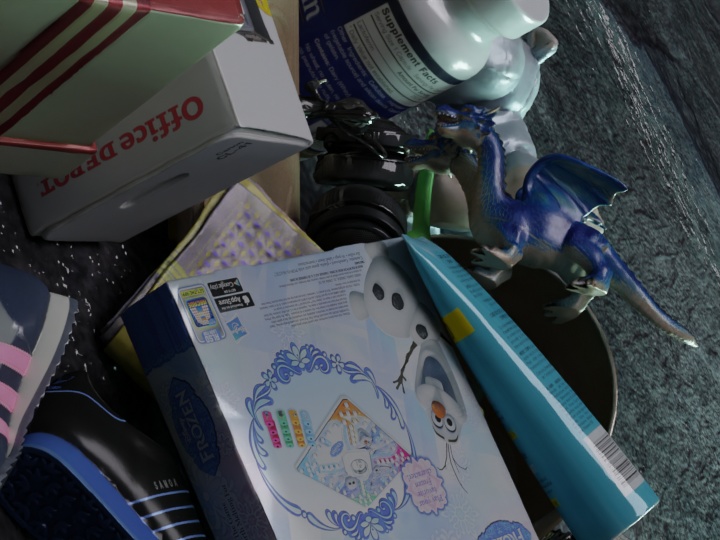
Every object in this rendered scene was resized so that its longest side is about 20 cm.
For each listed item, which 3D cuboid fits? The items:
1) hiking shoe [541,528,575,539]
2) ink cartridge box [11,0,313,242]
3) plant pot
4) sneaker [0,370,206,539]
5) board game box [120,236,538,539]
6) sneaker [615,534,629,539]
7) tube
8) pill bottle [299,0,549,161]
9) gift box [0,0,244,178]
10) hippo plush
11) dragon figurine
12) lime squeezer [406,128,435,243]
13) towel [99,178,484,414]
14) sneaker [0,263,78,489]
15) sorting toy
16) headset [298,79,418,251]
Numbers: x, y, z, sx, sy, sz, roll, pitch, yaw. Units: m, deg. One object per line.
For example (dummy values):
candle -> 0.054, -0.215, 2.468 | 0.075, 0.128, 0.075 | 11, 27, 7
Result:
hiking shoe -> 0.128, 0.197, 1.513 | 0.101, 0.200, 0.076 | 57, 38, -8
ink cartridge box -> -0.129, -0.133, 1.330 | 0.086, 0.147, 0.201 | 2, 66, -59
plant pot -> 0.048, 0.098, 1.481 | 0.135, 0.199, 0.201 | 89, -10, -62
sneaker -> -0.100, 0.137, 1.226 | 0.200, 0.070, 0.078 | 55, 32, -21
board game box -> -0.009, 0.090, 1.286 | 0.200, 0.043, 0.200 | -11, 73, -52
sneaker -> 0.091, 0.217, 1.430 | 0.088, 0.199, 0.081 | 60, -8, 19
tube -> 0.088, 0.061, 1.370 | 0.200, 0.050, 0.077 | 55, 3, 5
pill bottle -> 0.014, -0.160, 1.609 | 0.116, 0.199, 0.116 | 48, 27, -35
gift box -> -0.197, -0.157, 1.174 | 0.199, 0.187, 0.185 | 9, 59, -41
hippo plush -> 0.098, -0.094, 1.703 | 0.200, 0.159, 0.162 | 24, 73, -61
dragon figurine -> 0.116, -0.028, 1.429 | 0.059, 0.199, 0.100 | 112, -4, -63
lime squeezer -> 0.000, 0.000, 1.436 | 0.071, 0.200, 0.038 | 42, -18, 12
towel -> -0.035, 0.053, 1.365 | 0.200, 0.023, 0.144 | 43, 57, -4
sneaker -> -0.194, 0.067, 1.122 | 0.082, 0.070, 0.200 | 31, 35, -12
sorting toy -> -0.077, -0.081, 1.472 | 0.200, 0.036, 0.186 | -33, 125, -71
headset -> -0.013, -0.048, 1.551 | 0.200, 0.093, 0.124 | 96, 0, -62
